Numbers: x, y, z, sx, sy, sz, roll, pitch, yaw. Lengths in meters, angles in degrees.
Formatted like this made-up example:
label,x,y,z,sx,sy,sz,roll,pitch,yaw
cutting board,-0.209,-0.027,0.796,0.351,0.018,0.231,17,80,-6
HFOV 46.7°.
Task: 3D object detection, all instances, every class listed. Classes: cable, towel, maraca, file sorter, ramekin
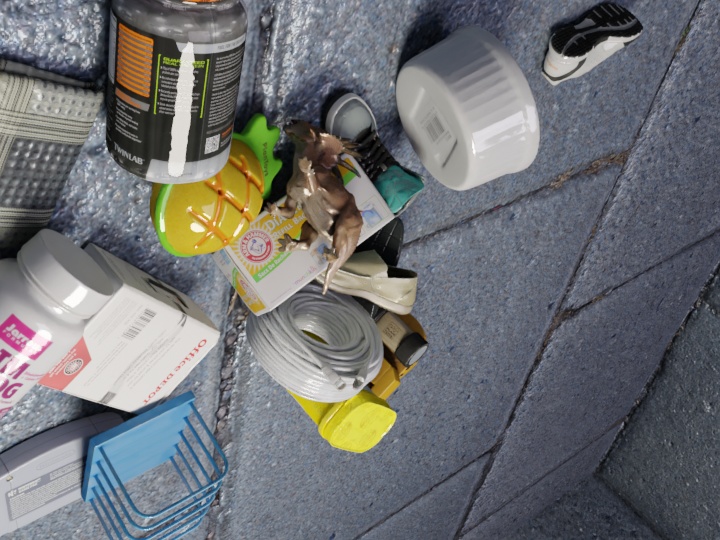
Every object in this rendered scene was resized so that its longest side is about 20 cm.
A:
label,x,y,z,sx,sy,sz,roll,pitch,yaw
cable,-0.061,0.091,1.163,0.069,0.200,0.200,-59,169,30
towel,-0.351,-0.104,0.752,0.200,0.035,0.193,0,128,-54
maraca,-0.154,-0.095,0.929,0.200,0.107,0.138,-43,150,-38
file sorter,-0.265,0.274,1.081,0.138,0.123,0.200,-25,158,-34
ramekin,0.130,-0.201,1.071,0.097,0.201,0.201,-27,145,-16

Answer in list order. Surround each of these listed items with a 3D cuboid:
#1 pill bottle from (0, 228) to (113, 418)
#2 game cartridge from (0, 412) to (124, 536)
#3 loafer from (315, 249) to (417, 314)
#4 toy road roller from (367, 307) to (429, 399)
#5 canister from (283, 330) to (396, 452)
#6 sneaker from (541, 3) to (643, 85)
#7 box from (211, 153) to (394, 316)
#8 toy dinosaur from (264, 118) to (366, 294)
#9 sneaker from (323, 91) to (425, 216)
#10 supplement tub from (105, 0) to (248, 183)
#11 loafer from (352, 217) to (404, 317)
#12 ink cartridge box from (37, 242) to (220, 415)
label,x,y,z,sx,sy,sz,roll,pitch,yaw
pill bottle,-0.352,0.060,0.836,0.200,0.113,0.113,-44,149,3
game cartridge,-0.404,0.263,1.095,0.200,0.042,0.134,-22,137,-35
loafer,0.000,0.000,1.208,0.199,0.076,0.068,21,104,-28
toy road roller,0.027,0.156,1.424,0.200,0.123,0.146,-46,160,-3
canister,-0.056,0.170,1.254,0.087,0.200,0.148,-49,149,4
sneaker,0.359,-0.355,1.310,0.199,0.074,0.080,-26,158,-24
box,-0.074,-0.043,1.045,0.200,0.102,0.112,-37,-176,-15
toy dinosaur,-0.036,-0.081,0.965,0.135,0.086,0.201,-37,111,-53
sneaker,0.023,-0.134,1.081,0.084,0.121,0.200,-42,148,-10
supplement tub,-0.171,-0.192,0.775,0.122,0.123,0.201,-19,140,-38
loafer,0.019,-0.003,1.294,0.201,0.073,0.072,-66,173,25
ink cartridge box,-0.283,0.076,0.981,0.147,0.083,0.200,-47,150,1
